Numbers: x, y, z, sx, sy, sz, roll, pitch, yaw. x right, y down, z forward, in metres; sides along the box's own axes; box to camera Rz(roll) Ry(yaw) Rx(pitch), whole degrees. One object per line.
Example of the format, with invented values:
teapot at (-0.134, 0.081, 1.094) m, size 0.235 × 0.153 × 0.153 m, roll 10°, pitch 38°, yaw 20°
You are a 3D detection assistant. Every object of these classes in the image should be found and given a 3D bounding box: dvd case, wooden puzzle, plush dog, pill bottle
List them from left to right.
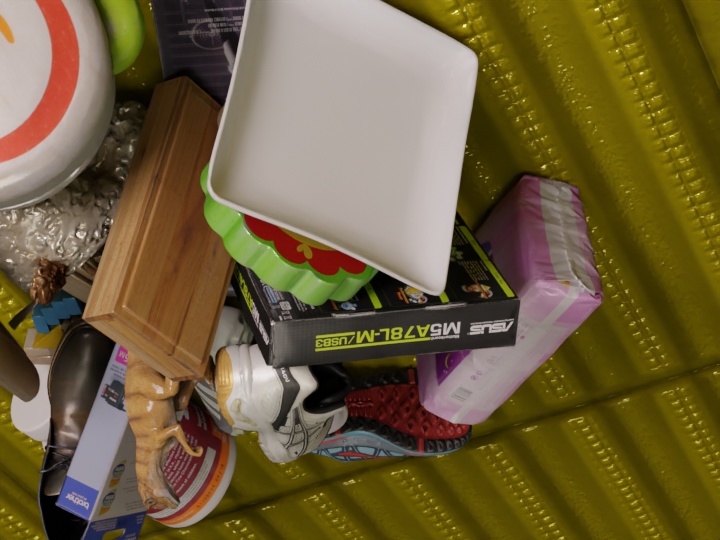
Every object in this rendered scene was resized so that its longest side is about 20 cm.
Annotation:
wooden puzzle at (-0.309, 0.002, 1.219) m, size 0.037 × 0.201 × 0.185 m, roll -34°, pitch 169°, yaw -7°
plush dog at (-0.268, -0.071, 1.273) m, size 0.172 × 0.161 × 0.199 m, roll 46°, pitch 123°, yaw -11°
pill bottle at (-0.217, 0.149, 1.545) m, size 0.112 × 0.114 × 0.199 m, roll -29°, pitch 134°, yaw 28°
dvd case at (-0.076, -0.160, 1.260) m, size 0.147 × 0.016 × 0.201 m, roll -4°, pitch 140°, yaw -1°

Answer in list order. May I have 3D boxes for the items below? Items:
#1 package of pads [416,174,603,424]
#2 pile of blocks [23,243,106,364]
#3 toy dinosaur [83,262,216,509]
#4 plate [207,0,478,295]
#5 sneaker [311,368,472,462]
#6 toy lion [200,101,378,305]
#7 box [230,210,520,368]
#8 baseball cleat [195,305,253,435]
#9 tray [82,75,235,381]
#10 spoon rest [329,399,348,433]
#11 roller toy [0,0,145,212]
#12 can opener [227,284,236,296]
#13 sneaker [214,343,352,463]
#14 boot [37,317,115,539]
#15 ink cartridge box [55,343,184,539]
package of pads at (0.121, 0.028, 1.415) m, size 0.075 × 0.121 × 0.200 m, roll 17°, pitch 136°, yaw -22°
pile of blocks at (-0.224, 0.011, 1.415) m, size 0.199 × 0.063 × 0.082 m, roll -30°, pitch 129°, yaw 34°
toy dinosaur at (-0.156, 0.081, 1.270) m, size 0.105 × 0.202 × 0.060 m, roll -11°, pitch 176°, yaw 13°
plate at (-0.012, -0.103, 1.180) m, size 0.199 × 0.202 × 0.032 m, roll 23°, pitch 155°, yaw -29°
sneaker at (0.006, 0.141, 1.597) m, size 0.198 × 0.080 × 0.096 m, roll 7°, pitch 158°, yaw -7°
toy lion at (-0.025, -0.054, 1.224) m, size 0.198 × 0.193 × 0.069 m, roll 18°, pitch 135°, yaw -29°
box at (0.000, 0.000, 1.289) m, size 0.191 × 0.200 × 0.048 m, roll -3°, pitch 119°, yaw -17°
baseball cleat at (-0.139, 0.078, 1.515) m, size 0.105 × 0.070 × 0.201 m, roll 21°, pitch 149°, yaw 12°
tray at (-0.132, -0.031, 1.237) m, size 0.037 × 0.202 × 0.099 m, roll -11°, pitch 144°, yaw 37°
spoon rest at (-0.046, 0.086, 1.427) m, size 0.098 × 0.061 × 0.201 m, roll 17°, pitch 139°, yaw -6°
roller toy at (-0.259, -0.133, 1.137) m, size 0.198 × 0.184 × 0.140 m, roll 21°, pitch 176°, yaw -6°
can opener at (-0.065, 0.015, 1.430) m, size 0.198 × 0.067 × 0.054 m, roll 5°, pitch 139°, yaw -10°
sneaker at (-0.042, 0.103, 1.307) m, size 0.087 × 0.077 × 0.200 m, roll -10°, pitch 165°, yaw 13°
boot at (-0.232, 0.145, 1.411) m, size 0.074 × 0.097 × 0.202 m, roll 4°, pitch 117°, yaw -9°
ink cartridge box at (-0.186, 0.131, 1.368) m, size 0.042 × 0.202 × 0.119 m, roll 19°, pitch -178°, yaw 16°
